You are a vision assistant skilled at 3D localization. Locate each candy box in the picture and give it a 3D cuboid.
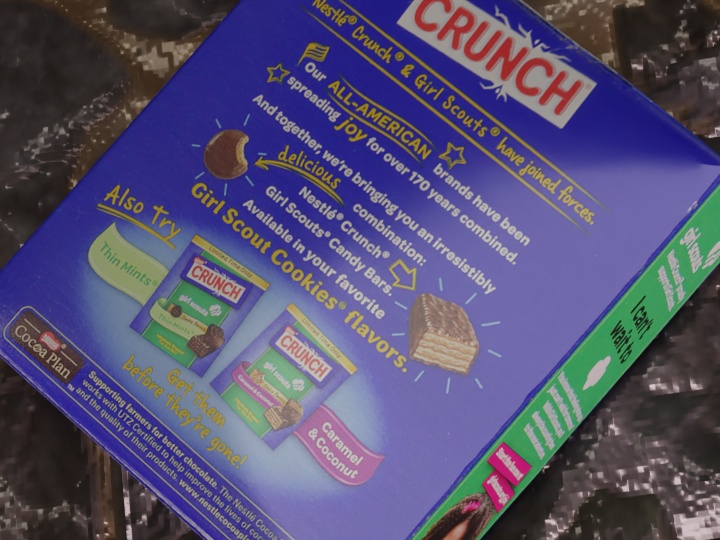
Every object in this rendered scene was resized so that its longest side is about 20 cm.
[{"bbox_3d":[0.000,0.000,0.782,0.169,0.077,0.200,40,86,18],"label":"candy box"}]
